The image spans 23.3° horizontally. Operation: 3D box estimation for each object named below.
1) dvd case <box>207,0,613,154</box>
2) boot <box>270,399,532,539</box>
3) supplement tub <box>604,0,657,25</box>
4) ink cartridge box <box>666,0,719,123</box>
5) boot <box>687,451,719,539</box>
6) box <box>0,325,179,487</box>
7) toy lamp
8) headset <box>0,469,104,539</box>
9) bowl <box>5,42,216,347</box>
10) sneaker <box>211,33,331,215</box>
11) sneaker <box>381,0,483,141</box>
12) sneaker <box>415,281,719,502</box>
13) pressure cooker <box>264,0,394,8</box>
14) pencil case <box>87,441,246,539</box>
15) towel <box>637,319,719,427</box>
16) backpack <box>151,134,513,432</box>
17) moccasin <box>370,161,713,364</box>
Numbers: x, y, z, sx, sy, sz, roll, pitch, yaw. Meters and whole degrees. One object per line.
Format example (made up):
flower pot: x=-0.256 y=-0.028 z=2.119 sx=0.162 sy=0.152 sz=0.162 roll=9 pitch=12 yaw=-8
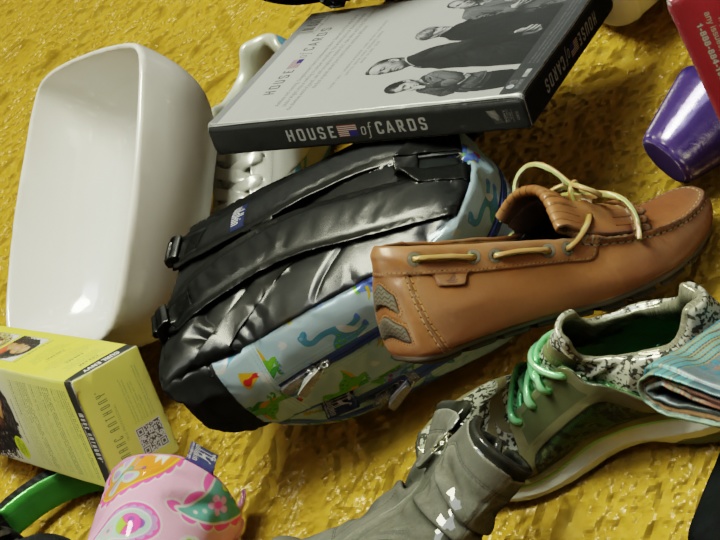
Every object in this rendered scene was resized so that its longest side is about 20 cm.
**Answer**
dvd case: x=0.029 y=-0.118 z=1.005 sx=0.199 sy=0.025 sz=0.150 roll=-3 pitch=31 yaw=30
boot: x=0.018 y=0.123 z=0.835 sx=0.131 sy=0.068 sz=0.200 roll=-58 pitch=15 yaw=-7
supplement tub: x=0.186 y=-0.260 z=1.060 sx=0.200 sy=0.140 sz=0.140 roll=-41 pitch=36 yaw=1
ink cartridge box: x=0.261 y=-0.119 z=0.818 sx=0.199 sy=0.146 sz=0.083 roll=-22 pitch=22 yaw=19
boot: x=0.155 y=0.114 z=0.764 sx=0.198 sy=0.073 sz=0.163 roll=9 pitch=60 yaw=42
box: x=-0.190 y=0.082 z=1.084 sx=0.050 sy=0.076 sz=0.200 roll=-30 pitch=18 yaw=-31
toy lamp: x=0.234 y=-0.128 z=0.955 sx=0.200 sy=0.058 sz=0.058 roll=-44 pitch=36 yaw=-6
headset: x=-0.210 y=0.177 z=1.018 sx=0.123 sy=0.094 sz=0.200 roll=0 pitch=42 yaw=43
bowl: x=-0.160 y=-0.039 z=1.149 sx=0.199 sy=0.074 sz=0.201 roll=-4 pitch=77 yaw=59
sneaker: x=-0.071 y=-0.066 z=1.150 sx=0.076 sy=0.081 sz=0.201 roll=-14 pitch=46 yaw=31
sneaker: x=0.042 y=-0.131 z=1.121 sx=0.098 sy=0.071 sz=0.201 roll=-3 pitch=49 yaw=41
sneaker: x=0.105 y=0.049 z=0.861 sx=0.199 sy=0.089 sz=0.077 roll=-22 pitch=40 yaw=26
pressure cooker: x=-0.020 y=-0.259 z=1.085 sx=0.201 sy=0.175 sz=0.179 roll=-61 pitch=23 yaw=12
pencil case: x=-0.119 y=0.194 z=0.927 sx=0.087 sy=0.087 sz=0.201 roll=-15 pitch=43 yaw=32
towel: x=0.234 y=0.019 z=0.760 sx=0.200 sy=0.022 sz=0.146 roll=-32 pitch=28 yaw=-33
backpack: x=0.000 y=0.000 z=0.981 sx=0.200 sy=0.154 sz=0.163 roll=-40 pitch=26 yaw=25
moccasin: x=0.094 y=-0.014 z=0.889 sx=0.200 sy=0.078 sz=0.074 roll=-15 pitch=8 yaw=-21
